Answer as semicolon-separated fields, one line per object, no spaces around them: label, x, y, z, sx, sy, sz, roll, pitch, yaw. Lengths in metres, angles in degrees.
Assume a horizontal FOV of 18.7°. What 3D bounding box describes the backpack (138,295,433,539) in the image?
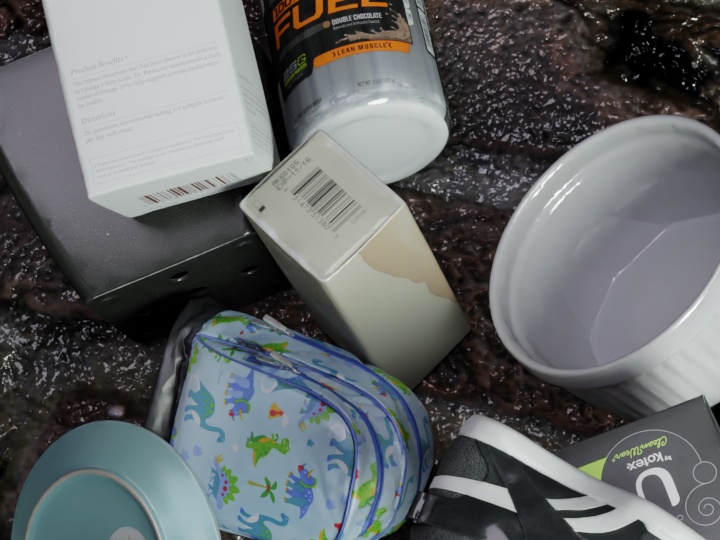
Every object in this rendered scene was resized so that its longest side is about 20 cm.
backpack;-0.051;0.120;1.496;0.200;0.154;0.164;17;96;7

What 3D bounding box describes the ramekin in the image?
ramekin;0.195;0.006;1.462;0.200;0.105;0.201;-26;45;29

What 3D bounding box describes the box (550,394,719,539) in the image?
box;0.180;0.189;1.353;0.148;0.200;0.125;-23;61;5

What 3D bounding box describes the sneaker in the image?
sneaker;0.114;0.172;1.231;0.200;0.073;0.112;27;78;35

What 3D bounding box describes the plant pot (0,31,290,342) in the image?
plant pot;-0.143;-0.063;1.589;0.200;0.200;0.178;-22;72;5

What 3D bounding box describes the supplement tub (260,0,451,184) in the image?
supplement tub;-0.008;-0.173;1.632;0.122;0.123;0.200;-17;61;8

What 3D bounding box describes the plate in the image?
plate;-0.176;0.203;1.496;0.200;0.026;0.201;0;89;37

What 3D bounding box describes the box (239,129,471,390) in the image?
box;0.000;0.000;1.500;0.078;0.200;0.095;-44;62;-7

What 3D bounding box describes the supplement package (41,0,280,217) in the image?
supplement package;-0.136;-0.150;1.449;0.117;0.117;0.201;-14;83;7
